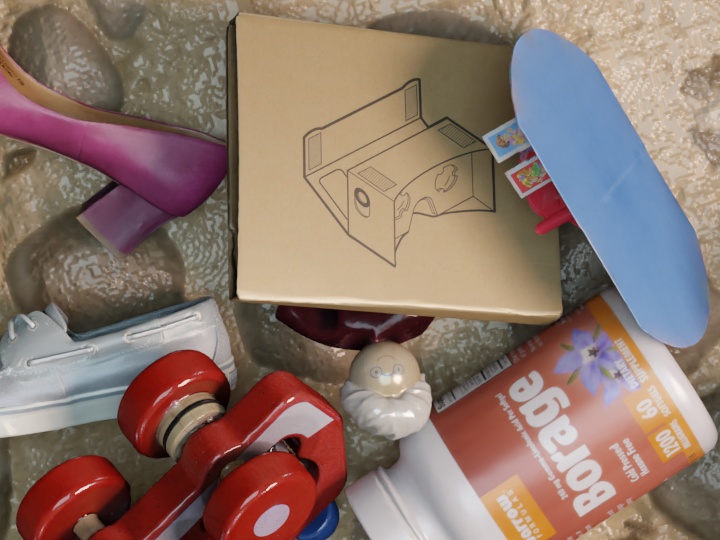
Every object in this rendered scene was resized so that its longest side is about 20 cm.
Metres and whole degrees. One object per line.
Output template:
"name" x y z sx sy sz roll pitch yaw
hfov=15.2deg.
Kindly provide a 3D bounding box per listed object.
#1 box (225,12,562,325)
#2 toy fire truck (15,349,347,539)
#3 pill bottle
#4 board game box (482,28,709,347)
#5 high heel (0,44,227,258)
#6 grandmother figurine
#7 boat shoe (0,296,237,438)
"box" 0.020 -0.055 1.526 0.200 0.021 0.164 5 75 -24
"toy fire truck" -0.086 0.147 1.545 0.200 0.168 0.112 -45 60 2
"pill bottle" 0.096 0.107 1.558 0.200 0.112 0.112 -34 96 2
"board game box" 0.129 -0.041 1.534 0.039 0.158 0.200 -28 98 25
"high heel" -0.167 -0.104 1.551 0.096 0.067 0.200 -40 111 12
"grandmother figurine" 0.000 0.000 1.545 0.121 0.061 0.200 -13 76 8
"boat shoe" -0.174 0.053 1.570 0.201 0.070 0.072 -9 96 -7
